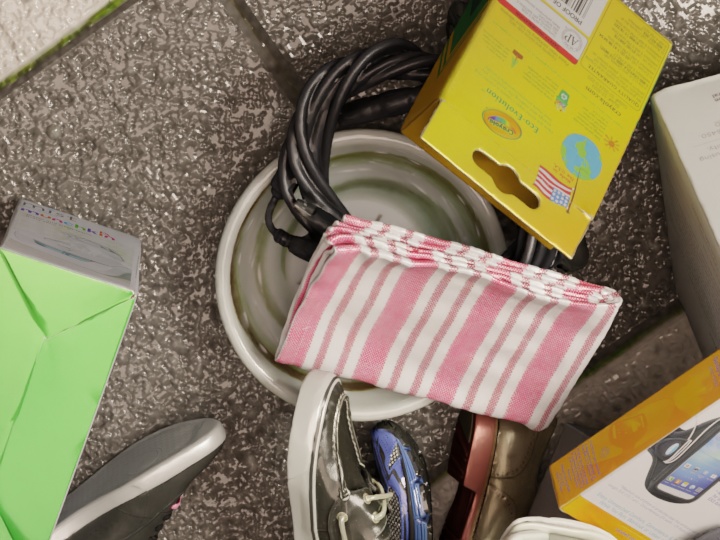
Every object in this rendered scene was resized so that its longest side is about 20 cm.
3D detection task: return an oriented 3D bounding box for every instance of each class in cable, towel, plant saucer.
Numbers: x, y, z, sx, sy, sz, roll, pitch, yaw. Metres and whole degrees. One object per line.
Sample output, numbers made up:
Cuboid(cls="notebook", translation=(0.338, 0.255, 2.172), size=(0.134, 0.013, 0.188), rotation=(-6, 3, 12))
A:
Cuboid(cls="cable", translation=(0.045, -0.058, 1.536), size=(0.199, 0.051, 0.164), rotation=(22, 98, -1))
Cuboid(cls="towel", translation=(0.055, 0.041, 1.531), size=(0.199, 0.030, 0.147), rotation=(15, 139, -8))
Cuboid(cls="plant saucer", translation=(0.000, 0.000, 1.598), size=(0.199, 0.050, 0.201), rotation=(-1, 103, -5))

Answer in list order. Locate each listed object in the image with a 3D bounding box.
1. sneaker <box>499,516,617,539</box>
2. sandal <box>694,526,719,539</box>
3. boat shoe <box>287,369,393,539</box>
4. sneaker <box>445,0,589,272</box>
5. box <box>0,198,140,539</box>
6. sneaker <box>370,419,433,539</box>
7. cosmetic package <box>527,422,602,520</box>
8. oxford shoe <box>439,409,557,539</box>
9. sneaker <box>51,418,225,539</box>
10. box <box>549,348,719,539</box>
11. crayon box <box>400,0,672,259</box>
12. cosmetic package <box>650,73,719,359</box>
Cuboid(cls="sneaker", translation=(0.071, 0.200, 1.497), size=(0.199, 0.074, 0.116), rotation=(-3, 142, -6))
Cuboid(cls="sandal", translation=(0.223, 0.245, 1.564), size=(0.076, 0.043, 0.201), rotation=(-18, 144, -17))
Cuboid(cls="boat shoe", translation=(-0.008, 0.162, 1.571), size=(0.063, 0.071, 0.201), rotation=(3, 110, 17))
Cuboid(cls="sneaker", translation=(0.127, -0.096, 1.578), size=(0.090, 0.076, 0.201), rotation=(-21, 105, -6))
Cuboid(cls="box", translation=(-0.215, 0.073, 1.533), size=(0.096, 0.177, 0.201), rotation=(19, 101, -9))
Cuboid(cls="sneaker", translation=(0.011, 0.203, 1.634), size=(0.078, 0.075, 0.201), rotation=(1, 101, -1))
Cuboid(cls="cosmetic package", translation=(0.163, 0.214, 1.622), size=(0.106, 0.090, 0.201), rotation=(15, 99, -43))
Cuboid(cls="oxford shoe", translation=(0.095, 0.189, 1.639), size=(0.074, 0.070, 0.201), rotation=(7, 103, -12))
Cuboid(cls="sneaker", translation=(-0.153, 0.187, 1.621), size=(0.200, 0.071, 0.099), rotation=(-36, 104, 10))
Cuboid(cls="box", translation=(0.232, 0.108, 1.483), size=(0.200, 0.042, 0.119), rotation=(-38, 131, 23))
Cuboid(cls="crayon box", translation=(0.108, -0.106, 1.479), size=(0.127, 0.200, 0.051), rotation=(38, 142, -12))
Cuboid(cls="cosmetic package", translation=(0.295, -0.016, 1.521), size=(0.164, 0.166, 0.201), rotation=(-15, 137, -1))
